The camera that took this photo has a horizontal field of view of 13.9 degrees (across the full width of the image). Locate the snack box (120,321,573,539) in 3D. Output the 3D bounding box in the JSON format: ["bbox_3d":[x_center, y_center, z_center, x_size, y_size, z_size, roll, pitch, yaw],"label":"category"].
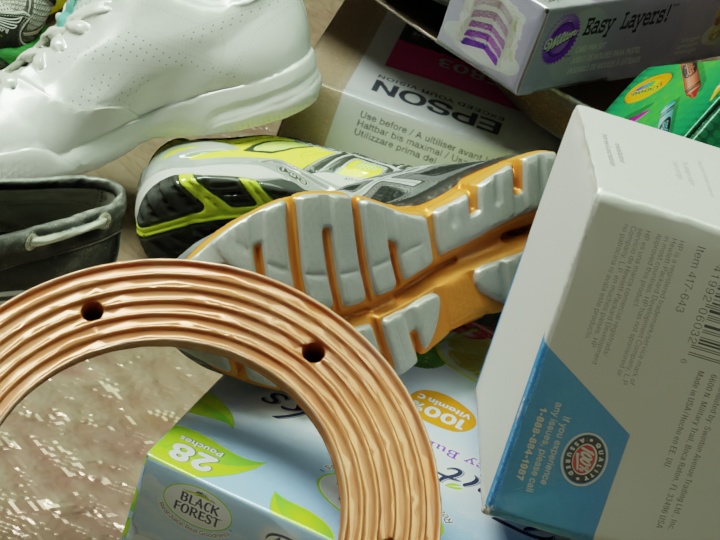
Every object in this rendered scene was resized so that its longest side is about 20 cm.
[{"bbox_3d":[0.022,0.088,1.148,0.168,0.068,0.200,23,29,10],"label":"snack box"}]

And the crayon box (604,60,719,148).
[{"bbox_3d":[0.197,-0.004,1.289,0.200,0.058,0.119,45,-11,-14],"label":"crayon box"}]

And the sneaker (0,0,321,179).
[{"bbox_3d":[-0.121,-0.094,1.317,0.200,0.089,0.075,-18,20,-14],"label":"sneaker"}]

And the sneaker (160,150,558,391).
[{"bbox_3d":[0.000,0.000,1.163,0.200,0.078,0.077,-12,11,-36],"label":"sneaker"}]

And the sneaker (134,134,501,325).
[{"bbox_3d":[-0.003,-0.028,1.341,0.200,0.076,0.076,12,28,-16],"label":"sneaker"}]

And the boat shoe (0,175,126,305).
[{"bbox_3d":[-0.187,-0.013,1.208,0.200,0.064,0.071,-5,35,-37],"label":"boat shoe"}]

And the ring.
[{"bbox_3d":[-0.071,0.086,1.044,0.200,0.019,0.201,1,61,-2],"label":"ring"}]

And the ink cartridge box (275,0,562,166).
[{"bbox_3d":[0.067,-0.059,1.442,0.200,0.075,0.165,20,26,2],"label":"ink cartridge box"}]

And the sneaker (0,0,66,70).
[{"bbox_3d":[-0.178,-0.157,1.460,0.078,0.085,0.200,17,28,-3],"label":"sneaker"}]

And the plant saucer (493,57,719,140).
[{"bbox_3d":[0.139,-0.091,1.428,0.200,0.035,0.200,17,26,-9],"label":"plant saucer"}]

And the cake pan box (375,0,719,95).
[{"bbox_3d":[0.068,-0.155,1.407,0.184,0.052,0.200,35,30,30],"label":"cake pan box"}]

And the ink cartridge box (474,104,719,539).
[{"bbox_3d":[0.156,0.040,1.093,0.200,0.129,0.125,17,16,-5],"label":"ink cartridge box"}]
